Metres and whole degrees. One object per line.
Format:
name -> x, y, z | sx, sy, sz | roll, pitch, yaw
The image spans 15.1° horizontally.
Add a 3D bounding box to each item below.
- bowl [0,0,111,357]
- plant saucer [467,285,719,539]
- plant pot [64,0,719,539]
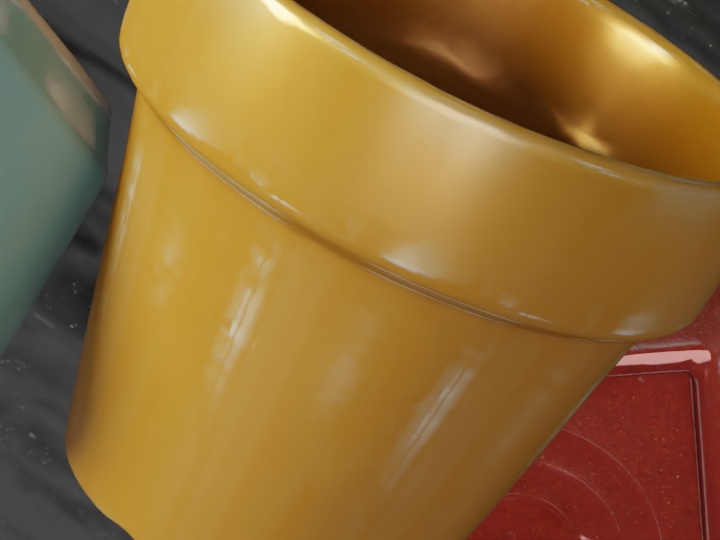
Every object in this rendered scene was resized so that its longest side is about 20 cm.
bowl -> -0.154, -0.060, 0.855 | 0.105, 0.201, 0.201 | -41, 104, -4
plant saucer -> 0.053, 0.099, 0.967 | 0.199, 0.037, 0.200 | -4, 111, 6
plant pot -> 0.000, 0.000, 0.844 | 0.200, 0.200, 0.183 | 24, 110, -5
